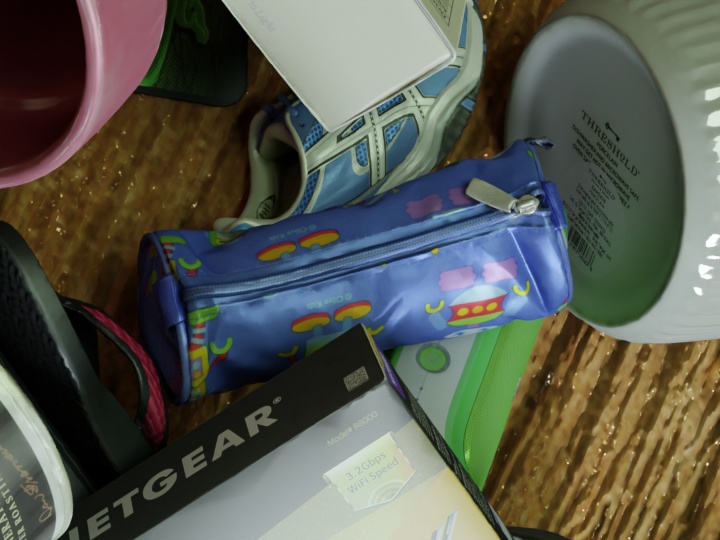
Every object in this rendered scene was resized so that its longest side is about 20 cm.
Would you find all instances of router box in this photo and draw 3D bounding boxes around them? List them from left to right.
[{"bbox_3d":[-0.038,0.140,0.895,0.200,0.052,0.157,-33,118,5],"label":"router box"}]

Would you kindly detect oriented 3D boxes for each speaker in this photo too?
[{"bbox_3d":[0.037,0.045,1.007,0.088,0.088,0.200,42,52,-26],"label":"speaker"}]

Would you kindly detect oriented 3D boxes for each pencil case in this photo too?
[{"bbox_3d":[0.000,0.000,0.932,0.199,0.087,0.078,-14,72,-11],"label":"pencil case"}]

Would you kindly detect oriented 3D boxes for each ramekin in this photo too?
[{"bbox_3d":[0.157,-0.057,1.059,0.105,0.200,0.201,-11,92,-28],"label":"ramekin"}]

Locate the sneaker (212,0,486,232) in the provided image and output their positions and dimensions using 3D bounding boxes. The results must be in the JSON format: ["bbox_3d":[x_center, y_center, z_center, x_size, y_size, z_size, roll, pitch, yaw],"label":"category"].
[{"bbox_3d":[-0.003,-0.070,1.009,0.077,0.076,0.200,35,67,-29],"label":"sneaker"}]

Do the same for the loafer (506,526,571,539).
[{"bbox_3d":[0.047,0.151,1.030,0.199,0.063,0.072,4,81,-37],"label":"loafer"}]

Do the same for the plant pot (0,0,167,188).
[{"bbox_3d":[-0.144,-0.162,0.851,0.200,0.200,0.179,54,45,-19],"label":"plant pot"}]

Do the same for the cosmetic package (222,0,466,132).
[{"bbox_3d":[-0.003,-0.161,0.963,0.104,0.073,0.200,52,25,-20],"label":"cosmetic package"}]

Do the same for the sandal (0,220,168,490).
[{"bbox_3d":[-0.111,0.057,0.919,0.045,0.075,0.200,-41,117,-26],"label":"sandal"}]

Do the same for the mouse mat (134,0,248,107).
[{"bbox_3d":[-0.117,-0.183,0.982,0.161,0.008,0.201,7,82,-36],"label":"mouse mat"}]

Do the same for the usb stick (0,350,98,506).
[{"bbox_3d":[-0.163,0.068,0.898,0.055,0.033,0.200,-37,108,-12],"label":"usb stick"}]

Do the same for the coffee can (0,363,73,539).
[{"bbox_3d":[-0.226,0.110,0.779,0.200,0.146,0.147,-45,111,-32],"label":"coffee can"}]
